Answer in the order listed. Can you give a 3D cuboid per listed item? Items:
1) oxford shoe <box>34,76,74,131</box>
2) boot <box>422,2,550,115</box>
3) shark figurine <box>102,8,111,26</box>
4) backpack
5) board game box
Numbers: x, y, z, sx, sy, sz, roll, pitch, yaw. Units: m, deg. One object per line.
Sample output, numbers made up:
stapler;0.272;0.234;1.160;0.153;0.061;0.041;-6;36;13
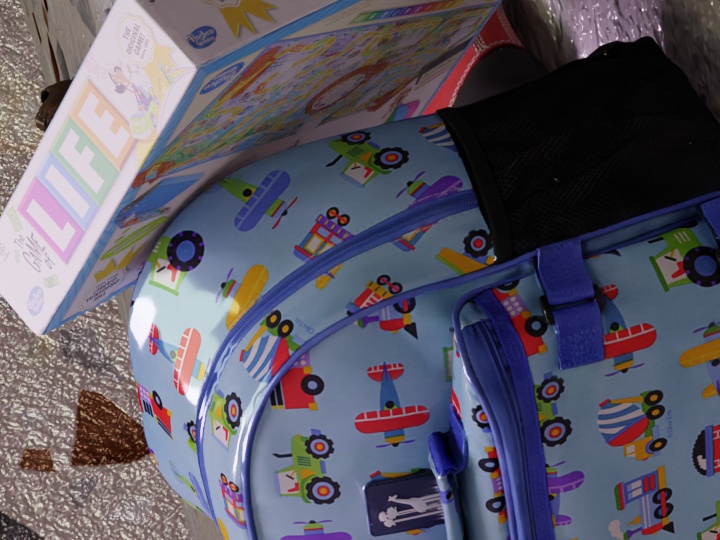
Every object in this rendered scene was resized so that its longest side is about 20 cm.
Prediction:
oxford shoe;-0.341;-0.169;2.628;0.200;0.084;0.073;-127;26;-59
boot;0.036;-0.031;0.926;0.201;0.072;0.145;98;153;-44
shark figurine;-0.053;-0.050;1.177;0.214;0.089;0.129;45;-158;-54
backpack;0.032;0.038;0.719;0.135;0.199;0.183;-117;17;-47
board game box;-0.023;-0.066;0.722;0.034;0.200;0.135;47;134;11
